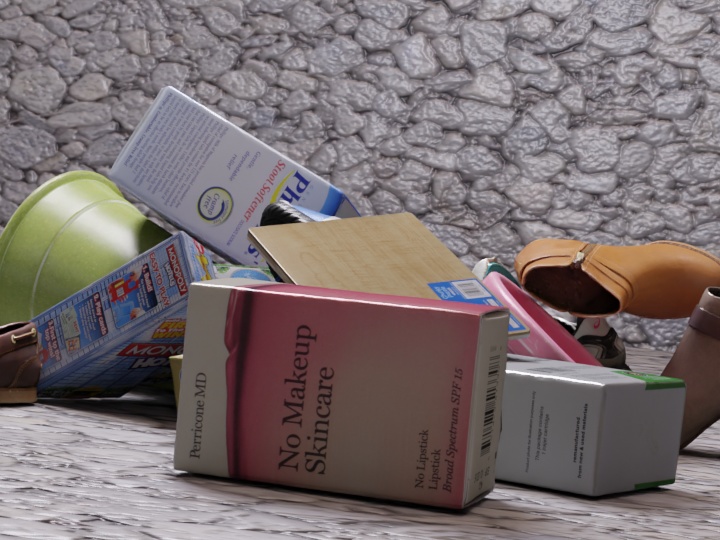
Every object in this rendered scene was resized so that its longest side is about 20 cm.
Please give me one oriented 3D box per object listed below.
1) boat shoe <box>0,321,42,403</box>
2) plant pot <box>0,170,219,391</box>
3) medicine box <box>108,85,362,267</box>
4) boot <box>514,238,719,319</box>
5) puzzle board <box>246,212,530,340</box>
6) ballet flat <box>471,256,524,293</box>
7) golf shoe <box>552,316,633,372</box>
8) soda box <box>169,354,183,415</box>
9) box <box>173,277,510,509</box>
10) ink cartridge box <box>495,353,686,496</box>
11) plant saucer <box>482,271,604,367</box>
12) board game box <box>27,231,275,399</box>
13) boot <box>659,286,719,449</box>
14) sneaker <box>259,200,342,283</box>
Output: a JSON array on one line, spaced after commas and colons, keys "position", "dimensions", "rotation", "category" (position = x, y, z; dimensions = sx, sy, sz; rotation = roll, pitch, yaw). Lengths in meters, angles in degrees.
[{"position": [-0.328, 0.070, 1.540], "dimensions": [0.070, 0.071, 0.200], "rotation": [8, 3, 29], "category": "boat shoe"}, {"position": [-0.218, 0.029, 1.861], "dimensions": [0.189, 0.201, 0.200], "rotation": [22, 10, 31], "category": "plant pot"}, {"position": [-0.106, -0.060, 1.812], "dimensions": [0.199, 0.103, 0.182], "rotation": [31, -4, 12], "category": "medicine box"}, {"position": [0.234, 0.015, 1.744], "dimensions": [0.199, 0.074, 0.155], "rotation": [5, 8, 7], "category": "boot"}, {"position": [0.018, 0.012, 1.517], "dimensions": [0.150, 0.017, 0.200], "rotation": [-6, 31, -27], "category": "puzzle board"}, {"position": [0.127, 0.072, 1.764], "dimensions": [0.071, 0.200, 0.072], "rotation": [-21, 33, 14], "category": "ballet flat"}, {"position": [0.199, 0.088, 1.880], "dimensions": [0.072, 0.093, 0.200], "rotation": [-16, -7, -24], "category": "golf shoe"}, {"position": [-0.045, 0.079, 1.503], "dimensions": [0.199, 0.064, 0.068], "rotation": [-13, 7, -41], "category": "soda box"}, {"position": [-0.010, 0.078, 1.298], "dimensions": [0.199, 0.129, 0.109], "rotation": [5, 2, 15], "category": "box"}, {"position": [0.122, 0.109, 1.472], "dimensions": [0.199, 0.084, 0.146], "rotation": [7, 3, 34], "category": "ink cartridge box"}, {"position": [0.166, 0.086, 1.644], "dimensions": [0.200, 0.051, 0.201], "rotation": [44, 7, -7], "category": "plant saucer"}, {"position": [-0.158, 0.041, 1.644], "dimensions": [0.199, 0.062, 0.200], "rotation": [3, -28, -42], "category": "board game box"}, {"position": [0.301, 0.087, 1.750], "dimensions": [0.199, 0.147, 0.070], "rotation": [6, 19, -5], "category": "boot"}, {"position": [0.000, 0.000, 1.629], "dimensions": [0.200, 0.076, 0.077], "rotation": [32, 37, 25], "category": "sneaker"}]
